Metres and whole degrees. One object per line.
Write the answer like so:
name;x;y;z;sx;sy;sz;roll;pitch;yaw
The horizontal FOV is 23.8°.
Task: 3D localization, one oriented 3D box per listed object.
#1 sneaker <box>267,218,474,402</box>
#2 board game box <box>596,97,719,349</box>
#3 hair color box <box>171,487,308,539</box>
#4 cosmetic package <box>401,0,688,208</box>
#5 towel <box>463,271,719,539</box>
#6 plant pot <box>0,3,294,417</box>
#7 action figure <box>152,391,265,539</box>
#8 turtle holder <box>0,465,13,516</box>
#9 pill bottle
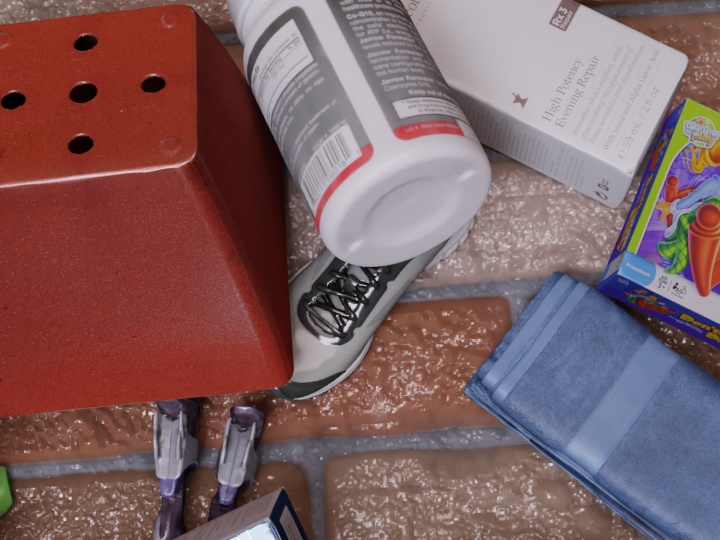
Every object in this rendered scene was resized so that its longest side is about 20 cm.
sneaker;0.000;0.000;1.128;0.074;0.079;0.200;39;77;10
board game box;0.274;-0.008;1.128;0.199;0.045;0.135;25;73;-3
hair color box;-0.125;0.202;0.993;0.199;0.100;0.061;-25;91;3
cosmetic package;0.113;-0.137;1.175;0.199;0.074;0.102;26;74;7
towel;0.176;0.096;1.111;0.200;0.049;0.112;37;72;12
plant pot;-0.154;-0.049;1.056;0.198;0.177;0.201;-6;51;2
action figure;-0.110;0.183;1.075;0.129;0.069;0.202;7;75;-3
turtle holder;-0.289;0.151;1.061;0.131;0.186;0.141;-14;40;-5
pill bottle;-0.006;-0.113;1.078;0.113;0.114;0.201;-22;60;-7
